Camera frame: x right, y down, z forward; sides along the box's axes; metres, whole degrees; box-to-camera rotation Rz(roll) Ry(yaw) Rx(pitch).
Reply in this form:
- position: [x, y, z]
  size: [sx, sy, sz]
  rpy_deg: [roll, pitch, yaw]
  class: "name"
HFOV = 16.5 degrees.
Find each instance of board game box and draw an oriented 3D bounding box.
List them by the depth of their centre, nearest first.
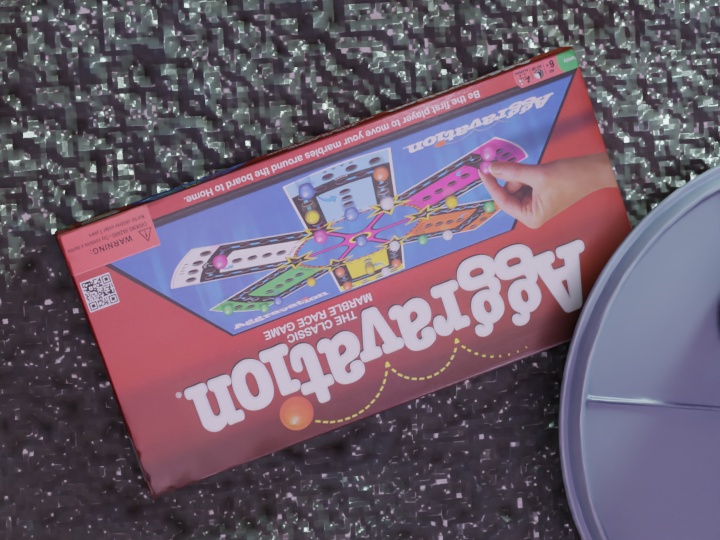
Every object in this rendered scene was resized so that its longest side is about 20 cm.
- position: [0.000, 0.000, 0.908]
  size: [0.200, 0.019, 0.103]
  rpy_deg: [-21, 101, -7]
  class: "board game box"

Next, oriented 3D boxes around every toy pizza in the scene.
- position: [0.164, 0.053, 0.931]
  size: [0.200, 0.032, 0.201]
  rpy_deg: [-1, 94, -17]
  class: "toy pizza"
